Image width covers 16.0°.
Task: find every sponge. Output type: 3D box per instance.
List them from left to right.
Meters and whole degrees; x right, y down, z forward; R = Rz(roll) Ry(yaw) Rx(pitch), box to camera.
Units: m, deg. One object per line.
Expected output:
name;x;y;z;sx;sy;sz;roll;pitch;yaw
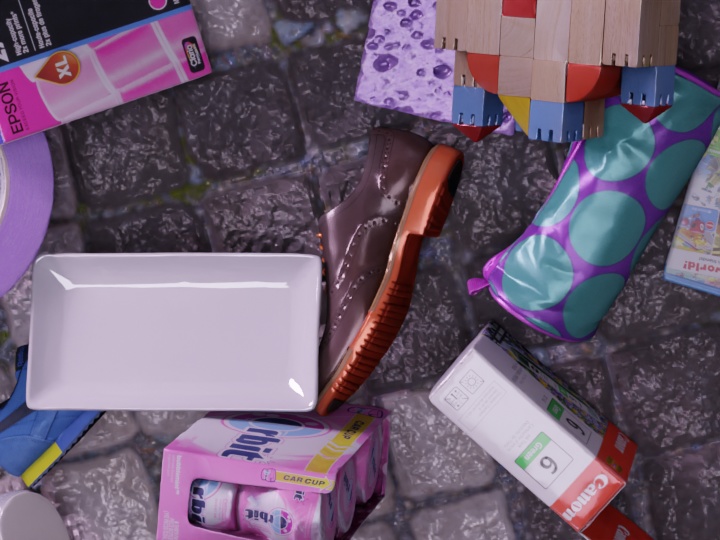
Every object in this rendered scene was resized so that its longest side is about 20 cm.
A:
sponge;0.068;-0.198;1.700;0.111;0.030;0.200;12;100;7

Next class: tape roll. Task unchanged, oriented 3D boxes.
tape roll;-0.311;-0.056;1.727;0.200;0.066;0.200;2;84;-17

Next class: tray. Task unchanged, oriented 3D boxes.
tray;-0.124;0.043;1.714;0.200;0.022;0.108;0;78;10

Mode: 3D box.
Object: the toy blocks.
toy blocks;0.123;-0.142;1.616;0.200;0.100;0.137;9;101;35

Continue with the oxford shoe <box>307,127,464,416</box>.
oxford shoe;0.000;0.000;1.722;0.072;0.071;0.200;24;86;13

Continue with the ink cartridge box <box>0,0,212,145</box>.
ink cartridge box;-0.206;-0.146;1.708;0.200;0.037;0.095;-20;101;-15

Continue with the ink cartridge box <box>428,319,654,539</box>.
ink cartridge box;0.141;0.123;1.697;0.200;0.109;0.050;41;104;2

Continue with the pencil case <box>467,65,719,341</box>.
pencil case;0.158;-0.051;1.679;0.092;0.085;0.200;26;103;-11

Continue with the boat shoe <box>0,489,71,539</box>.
boat shoe;-0.225;0.251;1.809;0.068;0.072;0.200;-10;110;51

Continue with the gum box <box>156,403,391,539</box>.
gum box;-0.055;0.136;1.688;0.113;0.200;0.066;7;100;11

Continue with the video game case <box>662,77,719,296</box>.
video game case;0.295;-0.070;1.685;0.143;0.018;0.200;17;101;7

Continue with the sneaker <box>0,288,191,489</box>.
sneaker;-0.192;0.061;1.771;0.078;0.066;0.200;46;104;0
